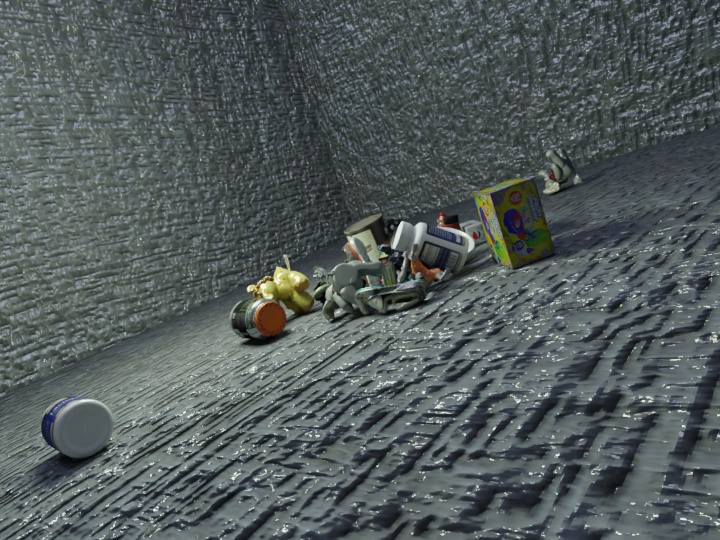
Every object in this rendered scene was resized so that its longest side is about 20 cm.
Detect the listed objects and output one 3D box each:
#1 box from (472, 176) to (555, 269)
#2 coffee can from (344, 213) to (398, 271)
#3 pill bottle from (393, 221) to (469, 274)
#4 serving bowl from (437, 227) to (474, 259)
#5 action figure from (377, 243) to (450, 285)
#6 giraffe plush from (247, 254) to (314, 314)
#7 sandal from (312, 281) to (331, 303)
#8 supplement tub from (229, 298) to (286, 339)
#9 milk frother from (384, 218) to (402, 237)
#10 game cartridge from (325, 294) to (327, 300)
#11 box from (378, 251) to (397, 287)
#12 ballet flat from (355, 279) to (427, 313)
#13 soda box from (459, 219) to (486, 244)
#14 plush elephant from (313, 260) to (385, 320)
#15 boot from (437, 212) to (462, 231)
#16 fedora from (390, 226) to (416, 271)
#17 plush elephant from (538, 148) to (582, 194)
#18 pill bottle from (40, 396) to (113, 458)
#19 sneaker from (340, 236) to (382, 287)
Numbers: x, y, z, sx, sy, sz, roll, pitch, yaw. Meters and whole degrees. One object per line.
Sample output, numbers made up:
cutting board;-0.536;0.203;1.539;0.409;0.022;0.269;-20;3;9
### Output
box;0.402;-0.130;1.416;0.120;0.203;0.193;-19;7;1
coffee can;0.048;-0.075;1.871;0.144;0.202;0.147;-23;14;6
pill bottle;0.198;-0.070;1.516;0.197;0.113;0.111;18;6;-6
serving bowl;0.257;-0.064;1.679;0.196;0.067;0.201;0;30;0
action figure;0.131;0.000;1.442;0.194;0.197;0.106;124;169;-66
giraffe plush;-0.271;0.072;1.746;0.161;0.202;0.172;-29;4;-38
sandal;-0.126;0.062;1.786;0.080;0.057;0.201;-47;-8;-1
supplement tub;-0.309;0.147;1.616;0.121;0.124;0.199;-25;9;-32
milk frother;0.137;-0.075;2.029;0.180;0.200;0.188;-38;-6;-44
game cartridge;-0.020;0.052;1.729;0.197;0.041;0.133;-25;-9;-4
box;0.088;-0.004;1.677;0.034;0.112;0.200;-12;8;7
ballet flat;0.076;0.071;1.361;0.197;0.073;0.072;-10;11;20
soda box;0.408;-0.139;1.949;0.062;0.069;0.200;-18;8;3
plush elephant;-0.041;0.060;1.519;0.196;0.167;0.156;12;-30;3
boot;0.269;-0.123;1.911;0.197;0.146;0.072;-21;9;1
fedora;0.176;-0.051;1.766;0.199;0.201;0.092;-26;-23;-38
plush elephant;0.891;-0.436;2.433;0.155;0.201;0.164;-43;-10;38
pill bottle;-0.622;0.335;1.157;0.115;0.117;0.198;-27;10;-41
sneaker;0.000;0.000;1.650;0.081;0.202;0.077;-33;-20;27
